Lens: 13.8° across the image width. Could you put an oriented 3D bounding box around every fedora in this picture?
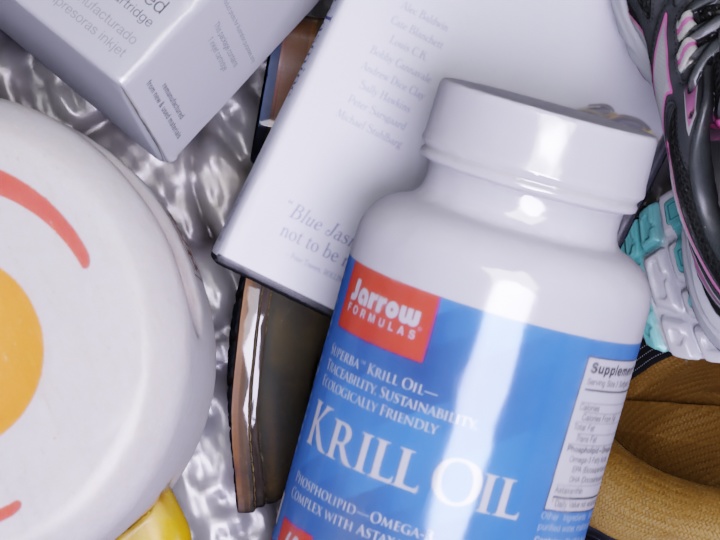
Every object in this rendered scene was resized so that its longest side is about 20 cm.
[{"bbox_3d":[0.166,0.075,1.168,0.200,0.201,0.082,-17,126,-9],"label":"fedora"}]

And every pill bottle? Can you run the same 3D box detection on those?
[{"bbox_3d":[0.041,0.037,1.077,0.112,0.112,0.201,14,96,-6],"label":"pill bottle"}]

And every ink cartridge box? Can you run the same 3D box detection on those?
[{"bbox_3d":[-0.067,-0.168,1.155,0.145,0.084,0.200,39,80,20],"label":"ink cartridge box"}]

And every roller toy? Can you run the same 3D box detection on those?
[{"bbox_3d":[-0.145,0.030,1.119,0.199,0.140,0.183,17,88,4],"label":"roller toy"}]

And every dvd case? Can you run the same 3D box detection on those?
[{"bbox_3d":[0.049,-0.063,1.131,0.142,0.018,0.201,26,92,-12],"label":"dvd case"}]

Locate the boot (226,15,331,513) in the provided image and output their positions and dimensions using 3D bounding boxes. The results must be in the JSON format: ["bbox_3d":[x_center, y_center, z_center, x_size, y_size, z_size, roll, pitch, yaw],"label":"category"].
[{"bbox_3d":[0.000,0.000,1.175,0.096,0.075,0.201,7,82,-4],"label":"boot"}]

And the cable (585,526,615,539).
[{"bbox_3d":[0.046,0.165,1.160,0.199,0.051,0.164,27,64,-12],"label":"cable"}]

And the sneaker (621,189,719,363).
[{"bbox_3d":[0.196,-0.005,1.145,0.199,0.091,0.078,-11,79,30],"label":"sneaker"}]

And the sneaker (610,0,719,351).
[{"bbox_3d":[0.140,-0.070,1.070,0.080,0.086,0.201,-16,82,2],"label":"sneaker"}]
